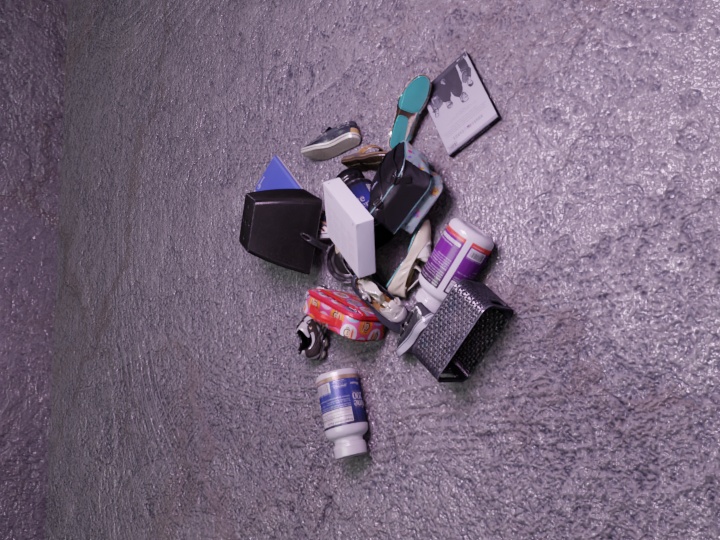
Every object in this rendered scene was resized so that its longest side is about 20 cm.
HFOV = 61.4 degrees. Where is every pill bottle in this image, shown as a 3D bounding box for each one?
[{"bbox_3d":[0.006,-0.161,1.549,0.112,0.111,0.203,-44,57,26],"label":"pill bottle"},{"bbox_3d":[0.203,-0.006,1.350,0.112,0.111,0.203,42,110,37],"label":"pill bottle"},{"bbox_3d":[-0.041,0.355,1.504,0.110,0.110,0.205,-26,66,35],"label":"pill bottle"}]

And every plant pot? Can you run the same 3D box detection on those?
[{"bbox_3d":[-0.226,-0.119,1.644,0.200,0.173,0.205,-145,63,-63],"label":"plant pot"}]

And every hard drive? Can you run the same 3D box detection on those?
[{"bbox_3d":[-0.242,-0.235,1.837,0.133,0.025,0.201,-53,53,22],"label":"hard drive"}]

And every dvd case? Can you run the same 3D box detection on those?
[{"bbox_3d":[0.234,-0.395,1.446,0.149,0.024,0.204,-35,62,32],"label":"dvd case"}]

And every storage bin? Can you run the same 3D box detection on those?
[{"bbox_3d":[0.218,0.131,1.297,0.094,0.134,0.203,43,111,36],"label":"storage bin"}]

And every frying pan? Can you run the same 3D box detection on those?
[{"bbox_3d":[-0.070,-0.031,1.588,0.185,0.031,0.118,8,102,5],"label":"frying pan"}]

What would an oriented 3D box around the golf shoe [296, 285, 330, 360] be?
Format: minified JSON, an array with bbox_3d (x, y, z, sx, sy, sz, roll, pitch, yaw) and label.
[{"bbox_3d":[-0.124,0.137,1.626,0.076,0.093,0.206,-4,78,41],"label":"golf shoe"}]

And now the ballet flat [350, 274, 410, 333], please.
[{"bbox_3d":[0.054,0.077,1.448,0.199,0.073,0.074,42,111,12],"label":"ballet flat"}]

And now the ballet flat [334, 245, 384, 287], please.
[{"bbox_3d":[0.000,0.000,1.531,0.066,0.057,0.201,-41,76,17],"label":"ballet flat"}]

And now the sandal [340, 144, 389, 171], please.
[{"bbox_3d":[0.029,-0.297,1.586,0.198,0.081,0.056,7,74,49],"label":"sandal"}]

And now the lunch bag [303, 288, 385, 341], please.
[{"bbox_3d":[-0.048,0.110,1.508,0.198,0.174,0.084,25,101,39],"label":"lunch bag"}]

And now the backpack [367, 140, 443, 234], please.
[{"bbox_3d":[0.102,-0.200,1.432,0.177,0.151,0.202,-56,22,29],"label":"backpack"}]

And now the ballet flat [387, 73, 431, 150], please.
[{"bbox_3d":[0.117,-0.393,1.510,0.074,0.064,0.203,25,112,-2],"label":"ballet flat"}]

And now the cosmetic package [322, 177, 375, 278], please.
[{"bbox_3d":[-0.027,-0.104,1.438,0.201,0.051,0.153,-126,23,-46],"label":"cosmetic package"}]

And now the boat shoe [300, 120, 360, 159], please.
[{"bbox_3d":[-0.083,-0.361,1.691,0.196,0.074,0.064,-15,68,33],"label":"boat shoe"}]

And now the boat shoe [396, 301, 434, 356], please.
[{"bbox_3d":[0.120,0.135,1.384,0.057,0.068,0.201,54,151,17],"label":"boat shoe"}]

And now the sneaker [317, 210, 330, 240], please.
[{"bbox_3d":[-0.078,-0.123,1.639,0.197,0.077,0.082,3,90,43],"label":"sneaker"}]

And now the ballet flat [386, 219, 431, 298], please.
[{"bbox_3d":[0.133,-0.022,1.455,0.069,0.069,0.203,41,111,37],"label":"ballet flat"}]
